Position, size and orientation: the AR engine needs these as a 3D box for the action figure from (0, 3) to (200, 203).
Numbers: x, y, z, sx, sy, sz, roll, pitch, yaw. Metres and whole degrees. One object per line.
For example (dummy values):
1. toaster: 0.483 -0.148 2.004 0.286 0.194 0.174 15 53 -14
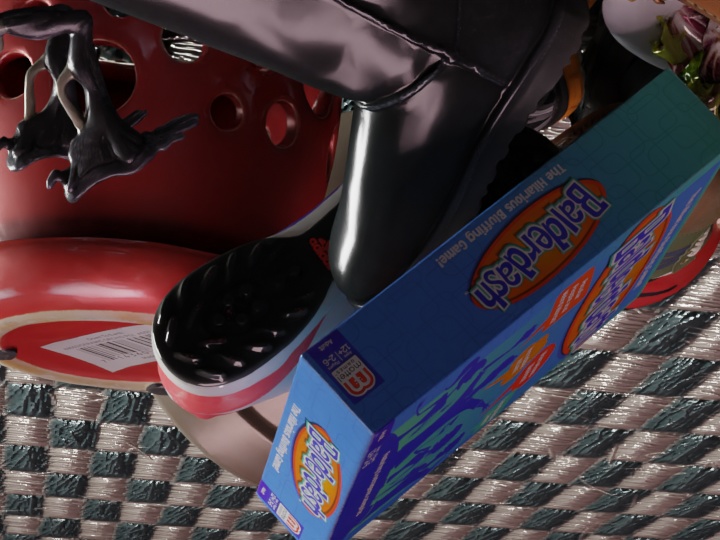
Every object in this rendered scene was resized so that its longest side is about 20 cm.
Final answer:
1. action figure: -0.146 -0.132 0.936 0.200 0.102 0.119 58 164 -19

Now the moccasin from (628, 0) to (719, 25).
1. moccasin: 0.074 -0.134 0.787 0.201 0.078 0.074 39 156 4

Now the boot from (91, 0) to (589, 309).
1. boot: -0.036 -0.083 0.883 0.199 0.165 0.066 21 -159 -27

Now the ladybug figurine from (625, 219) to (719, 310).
1. ladybug figurine: 0.123 -0.016 1.349 0.199 0.072 0.136 -8 160 30

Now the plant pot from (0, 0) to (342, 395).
1. plant pot: -0.111 -0.048 1.091 0.199 0.183 0.201 3 162 1

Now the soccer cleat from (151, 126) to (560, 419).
1. soccer cleat: 0.000 0.000 1.004 0.199 0.068 0.073 -30 161 -13

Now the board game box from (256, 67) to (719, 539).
1. board game box: 0.052 0.021 0.939 0.200 0.045 0.152 -38 166 -22

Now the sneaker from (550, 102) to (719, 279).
1. sneaker: 0.135 -0.034 1.090 0.089 0.067 0.200 5 168 -28

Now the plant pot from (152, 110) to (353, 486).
1. plant pot: -0.008 -0.006 1.253 0.173 0.201 0.200 -31 147 32

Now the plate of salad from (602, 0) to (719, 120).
1. plate of salad: 0.192 -0.089 0.890 0.199 0.048 0.200 3 166 1

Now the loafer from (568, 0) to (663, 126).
1. loafer: 0.137 -0.098 1.123 0.072 0.063 0.200 -23 169 -8

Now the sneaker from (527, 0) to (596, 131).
1. sneaker: 0.052 -0.099 1.023 0.078 0.077 0.200 44 168 14
